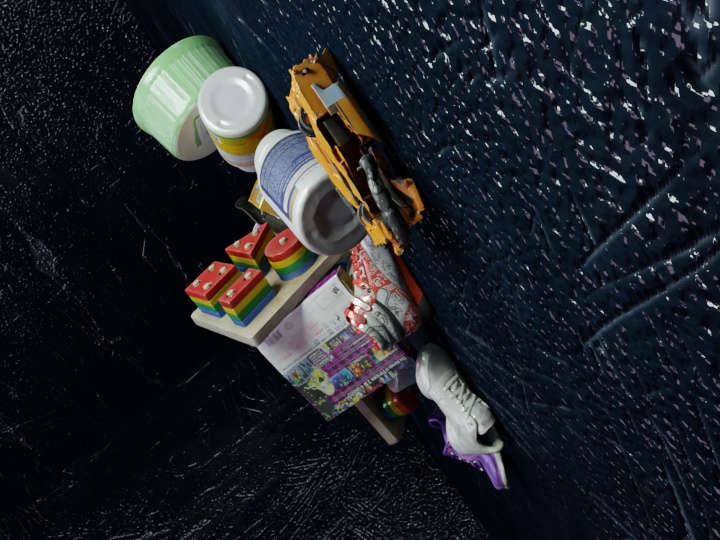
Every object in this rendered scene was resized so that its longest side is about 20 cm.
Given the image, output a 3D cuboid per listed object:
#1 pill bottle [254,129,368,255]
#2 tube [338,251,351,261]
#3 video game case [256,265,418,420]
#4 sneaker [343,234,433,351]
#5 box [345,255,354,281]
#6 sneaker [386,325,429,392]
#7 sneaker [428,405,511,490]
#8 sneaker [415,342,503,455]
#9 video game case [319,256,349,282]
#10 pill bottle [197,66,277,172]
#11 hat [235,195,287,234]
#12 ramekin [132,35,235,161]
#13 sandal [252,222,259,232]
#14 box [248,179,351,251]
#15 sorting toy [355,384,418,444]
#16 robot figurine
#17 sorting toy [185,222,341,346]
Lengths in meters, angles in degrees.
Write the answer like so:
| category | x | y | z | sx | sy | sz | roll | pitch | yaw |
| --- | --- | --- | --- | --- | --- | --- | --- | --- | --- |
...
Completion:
| category | x | y | z | sx | sy | sz | roll | pitch | yaw |
| --- | --- | --- | --- | --- | --- | --- | --- | --- | --- |
| pill bottle | -0.067 | -0.110 | 0.877 | 0.200 | 0.110 | 0.112 | 46 | 169 | 51 |
| tube | -0.094 | -0.010 | 1.156 | 0.059 | 0.198 | 0.052 | 58 | 168 | -28 |
| video game case | -0.040 | 0.117 | 1.049 | 0.182 | 0.199 | 0.036 | 46 | -150 | -11 |
| sneaker | 0.010 | 0.013 | 0.944 | 0.204 | 0.107 | 0.067 | 57 | 172 | -14 |
| box | 0.000 | 0.000 | 1.106 | 0.040 | 0.040 | 0.200 | 17 | 180 | -5 |
| sneaker | 0.066 | 0.086 | 1.085 | 0.073 | 0.080 | 0.206 | 30 | 132 | 54 |
| sneaker | 0.192 | 0.317 | 1.219 | 0.200 | 0.083 | 0.081 | 46 | 170 | 45 |
| sneaker | 0.156 | 0.195 | 1.046 | 0.099 | 0.075 | 0.203 | -7 | 117 | 55 |
| video game case | -0.087 | -0.012 | 1.226 | 0.198 | 0.142 | 0.018 | 38 | 135 | 21 |
| pill bottle | -0.194 | -0.237 | 1.136 | 0.112 | 0.110 | 0.200 | 52 | 173 | 10 |
| hat | -0.125 | -0.130 | 1.246 | 0.195 | 0.083 | 0.201 | 15 | -161 | -5 |
| ramekin | -0.281 | -0.287 | 1.184 | 0.098 | 0.200 | 0.200 | 44 | 171 | 11 |
| sandal | -0.153 | -0.017 | 1.271 | 0.049 | 0.083 | 0.203 | 12 | -149 | -52 |
| box | -0.069 | -0.077 | 1.053 | 0.196 | 0.042 | 0.119 | 22 | -176 | -20 |
| sorting toy | 0.040 | 0.154 | 1.200 | 0.200 | 0.069 | 0.202 | 50 | -149 | -19 |
| robot figurine | -0.003 | -0.108 | 0.681 | 0.202 | 0.058 | 0.145 | 56 | 173 | -4 |
| sorting toy | -0.161 | 0.005 | 1.066 | 0.197 | 0.199 | 0.070 | 8 | 139 | 50 |
